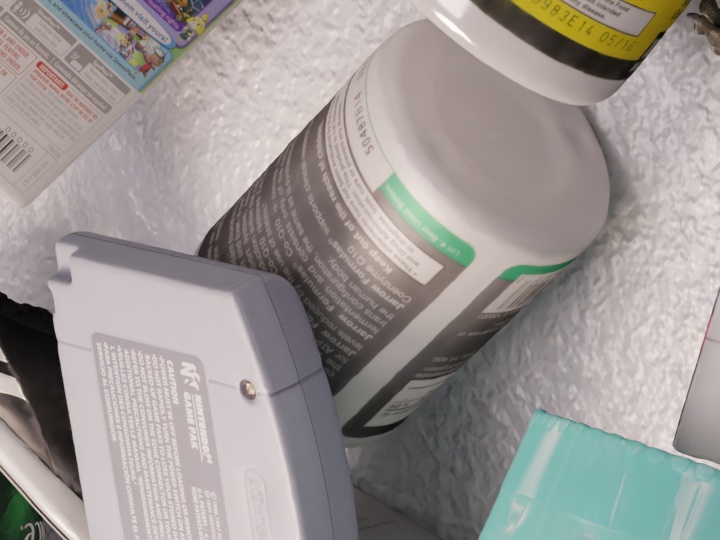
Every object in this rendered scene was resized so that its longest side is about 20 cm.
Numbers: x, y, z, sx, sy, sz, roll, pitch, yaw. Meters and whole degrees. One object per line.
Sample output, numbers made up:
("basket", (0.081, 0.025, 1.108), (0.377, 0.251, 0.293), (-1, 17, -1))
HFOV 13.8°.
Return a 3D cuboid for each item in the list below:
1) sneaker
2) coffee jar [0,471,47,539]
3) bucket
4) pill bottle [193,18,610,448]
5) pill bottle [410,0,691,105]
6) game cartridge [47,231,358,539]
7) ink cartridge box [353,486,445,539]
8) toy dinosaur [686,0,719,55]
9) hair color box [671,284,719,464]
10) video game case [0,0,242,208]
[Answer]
("sneaker", (-0.143, 0.029, 1.341), (0.200, 0.112, 0.073), (47, 168, 0))
("coffee jar", (-0.191, 0.135, 1.417), (0.104, 0.085, 0.201), (162, 96, -83))
("bucket", (0.121, 0.141, 1.042), (0.207, 0.207, 0.135), (19, 87, 40))
("pill bottle", (0.000, 0.000, 1.202), (0.200, 0.113, 0.113), (-45, 67, 38))
("pill bottle", (0.102, -0.166, 1.048), (0.113, 0.112, 0.200), (50, 116, 25))
("game cartridge", (-0.059, 0.088, 1.188), (0.133, 0.040, 0.201), (15, 120, 45))
("ink cartridge box", (0.015, 0.194, 1.242), (0.200, 0.084, 0.145), (28, 117, 39))
("toy dinosaur", (0.174, -0.076, 1.070), (0.088, 0.047, 0.201), (-19, 88, 37))
("hair color box", (0.184, -0.021, 1.016), (0.100, 0.061, 0.201), (19, 103, 14))
("video game case", (-0.152, -0.150, 1.244), (0.182, 0.022, 0.200), (-42, 110, 17))
